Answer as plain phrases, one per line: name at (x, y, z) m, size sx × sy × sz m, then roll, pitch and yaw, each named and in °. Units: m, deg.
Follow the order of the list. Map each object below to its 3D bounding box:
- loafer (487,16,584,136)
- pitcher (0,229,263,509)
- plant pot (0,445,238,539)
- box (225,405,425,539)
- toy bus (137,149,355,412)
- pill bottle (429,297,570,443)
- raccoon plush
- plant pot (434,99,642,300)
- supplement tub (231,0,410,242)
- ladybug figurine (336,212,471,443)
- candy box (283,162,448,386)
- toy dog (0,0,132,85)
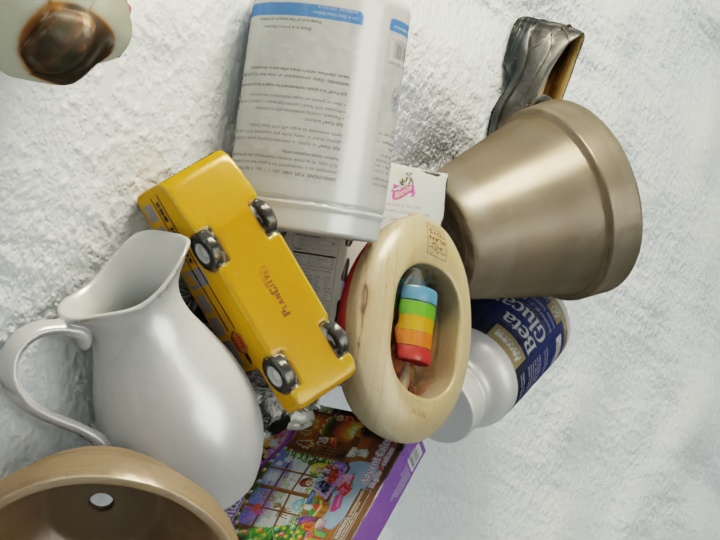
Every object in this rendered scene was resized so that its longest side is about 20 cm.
loafer at (0.184, -0.169, 1.848) m, size 0.073 × 0.072 × 0.200 m, roll 14°, pitch 86°, yaw -61°
pitcher at (-0.166, 0.096, 1.296) m, size 0.172 × 0.121 × 0.200 m, roll -32°, pitch 119°, yaw -23°
plant pot at (-0.185, 0.192, 1.240) m, size 0.093 × 0.201 × 0.201 m, roll -98°, pitch 174°, yaw -56°
box at (-0.049, 0.202, 1.477) m, size 0.200 × 0.137 × 0.039 m, roll -58°, pitch 143°, yaw -35°
toy bus at (-0.087, 0.011, 1.336) m, size 0.065 × 0.078 × 0.200 m, roll -33°, pitch 95°, yaw -30°
pill bottle at (0.123, 0.089, 1.766) m, size 0.200 × 0.111 × 0.111 m, roll -41°, pitch 130°, yaw -48°
raccoon plush at (-0.105, 0.060, 1.440) m, size 0.097 × 0.134 × 0.200 m, roll -41°, pitch 99°, yaw -29°
plant pot at (0.145, -0.050, 1.707) m, size 0.173 × 0.200 × 0.200 m, roll -19°, pitch 115°, yaw -30°
supplement tub at (-0.035, -0.129, 1.432) m, size 0.132 × 0.132 × 0.200 m, roll 10°, pitch 89°, yaw -60°
ladybug figurine at (0.031, 0.048, 1.482) m, size 0.136 × 0.072 × 0.200 m, roll 25°, pitch 67°, yaw -40°
candy box at (0.000, 0.000, 1.578) m, size 0.168 × 0.072 × 0.200 m, roll 5°, pitch 93°, yaw -59°
toy dog at (-0.196, -0.220, 1.140) m, size 0.194 × 0.140 × 0.200 m, roll -8°, pitch 103°, yaw -45°
